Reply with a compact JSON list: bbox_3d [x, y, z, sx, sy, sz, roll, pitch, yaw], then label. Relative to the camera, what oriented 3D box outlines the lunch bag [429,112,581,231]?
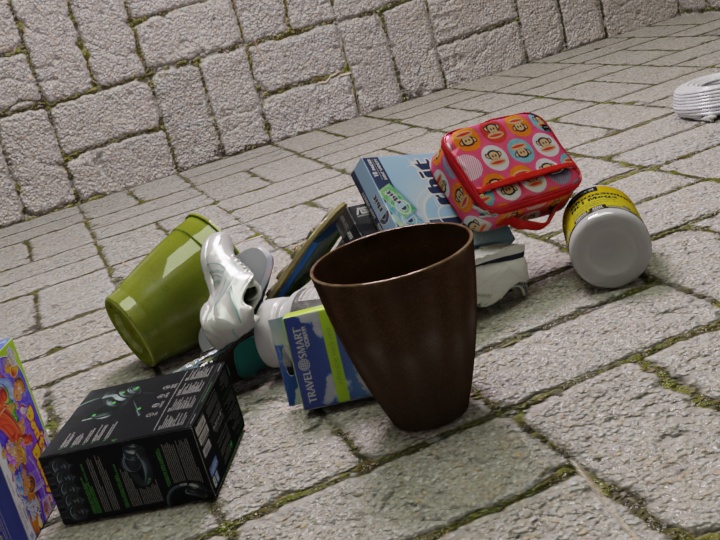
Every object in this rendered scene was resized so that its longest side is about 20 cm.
[{"bbox_3d":[0.217,-0.134,1.459,0.199,0.177,0.082,-18,-24,-27],"label":"lunch bag"}]

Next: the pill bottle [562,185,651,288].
[{"bbox_3d":[0.351,-0.058,1.447,0.112,0.113,0.200,-12,17,10],"label":"pill bottle"}]

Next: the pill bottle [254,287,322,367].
[{"bbox_3d":[-0.035,0.077,1.348,0.199,0.114,0.114,-7,18,25],"label":"pill bottle"}]

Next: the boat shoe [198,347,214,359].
[{"bbox_3d":[-0.147,0.095,1.470,0.199,0.068,0.072,-20,19,-11],"label":"boat shoe"}]

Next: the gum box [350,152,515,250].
[{"bbox_3d":[0.106,-0.093,1.460,0.199,0.171,0.045,-8,-29,-33],"label":"gum box"}]

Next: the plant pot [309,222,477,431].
[{"bbox_3d":[0.058,0.071,1.136,0.186,0.201,0.187,-14,17,5],"label":"plant pot"}]

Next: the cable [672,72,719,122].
[{"bbox_3d":[0.783,-0.387,2.190,0.199,0.070,0.200,-23,19,-24],"label":"cable"}]

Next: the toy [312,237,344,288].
[{"bbox_3d":[0.000,0.000,1.469,0.115,0.047,0.201,20,61,14],"label":"toy"}]

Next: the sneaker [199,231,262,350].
[{"bbox_3d":[-0.175,0.020,1.388,0.080,0.071,0.201,-23,46,13],"label":"sneaker"}]

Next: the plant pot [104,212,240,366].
[{"bbox_3d":[-0.288,0.046,1.574,0.193,0.201,0.200,-37,25,-24],"label":"plant pot"}]

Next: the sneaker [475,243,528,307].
[{"bbox_3d":[0.151,0.017,1.392,0.199,0.081,0.076,-13,13,-22],"label":"sneaker"}]

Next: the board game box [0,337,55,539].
[{"bbox_3d":[-0.406,0.196,1.137,0.044,0.201,0.135,-13,17,4],"label":"board game box"}]

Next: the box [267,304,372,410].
[{"bbox_3d":[-0.009,0.096,1.240,0.199,0.123,0.048,-13,4,4],"label":"box"}]

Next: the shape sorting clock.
[{"bbox_3d":[-0.084,-0.022,1.503,0.200,0.039,0.200,-51,-6,-8],"label":"shape sorting clock"}]

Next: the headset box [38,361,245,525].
[{"bbox_3d":[-0.256,0.201,1.176,0.199,0.093,0.174,-13,17,9],"label":"headset box"}]

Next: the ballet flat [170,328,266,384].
[{"bbox_3d":[-0.193,0.126,1.381,0.074,0.075,0.200,2,24,43],"label":"ballet flat"}]

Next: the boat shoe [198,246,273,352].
[{"bbox_3d":[-0.177,0.044,1.488,0.056,0.200,0.069,-5,46,-51],"label":"boat shoe"}]

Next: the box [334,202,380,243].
[{"bbox_3d":[0.082,-0.031,1.465,0.199,0.162,0.049,-13,-27,-36],"label":"box"}]
